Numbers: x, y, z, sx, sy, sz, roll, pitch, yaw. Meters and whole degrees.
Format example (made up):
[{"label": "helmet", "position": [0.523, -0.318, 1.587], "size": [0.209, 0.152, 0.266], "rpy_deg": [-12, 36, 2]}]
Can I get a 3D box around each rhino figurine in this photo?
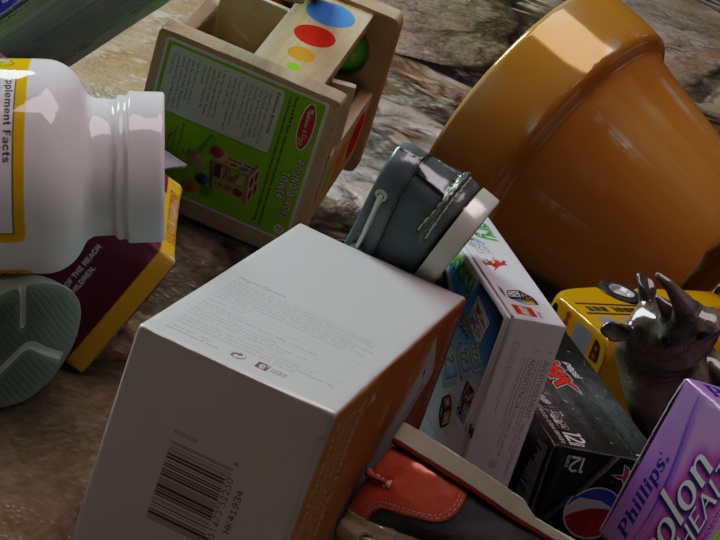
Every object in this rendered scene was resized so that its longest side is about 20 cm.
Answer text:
[{"label": "rhino figurine", "position": [0.177, 0.068, 1.207], "size": [0.087, 0.200, 0.060], "rpy_deg": [24, 62, 35]}]

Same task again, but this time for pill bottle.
[{"label": "pill bottle", "position": [-0.194, -0.050, 1.069], "size": [0.199, 0.105, 0.104], "rpy_deg": [1, 22, -5]}]

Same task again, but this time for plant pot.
[{"label": "plant pot", "position": [0.170, -0.057, 1.514], "size": [0.183, 0.200, 0.200], "rpy_deg": [43, 26, 15]}]

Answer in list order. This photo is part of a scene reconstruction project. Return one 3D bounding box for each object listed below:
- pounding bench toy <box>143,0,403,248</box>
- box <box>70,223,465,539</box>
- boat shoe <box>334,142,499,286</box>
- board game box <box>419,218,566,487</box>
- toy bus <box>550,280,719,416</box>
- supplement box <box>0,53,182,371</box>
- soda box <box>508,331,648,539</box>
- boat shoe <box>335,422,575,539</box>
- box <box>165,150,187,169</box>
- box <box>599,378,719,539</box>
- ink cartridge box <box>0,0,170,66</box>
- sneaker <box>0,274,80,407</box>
[{"label": "pounding bench toy", "position": [-0.050, -0.144, 1.442], "size": [0.124, 0.200, 0.156], "rpy_deg": [23, 35, 7]}, {"label": "box", "position": [-0.039, 0.072, 1.045], "size": [0.097, 0.125, 0.200], "rpy_deg": [24, 21, 12]}, {"label": "boat shoe", "position": [0.000, 0.000, 1.175], "size": [0.062, 0.200, 0.073], "rpy_deg": [41, 50, -2]}, {"label": "board game box", "position": [0.047, 0.040, 1.203], "size": [0.035, 0.127, 0.200], "rpy_deg": [11, 21, -19]}, {"label": "toy bus", "position": [0.195, 0.053, 1.396], "size": [0.200, 0.065, 0.078], "rpy_deg": [3, 26, -38]}, {"label": "supplement box", "position": [-0.198, -0.053, 1.183], "size": [0.200, 0.086, 0.110], "rpy_deg": [37, 17, -17]}, {"label": "soda box", "position": [0.095, 0.080, 1.234], "size": [0.071, 0.063, 0.200], "rpy_deg": [12, 21, -21]}, {"label": "boat shoe", "position": [0.083, 0.149, 1.036], "size": [0.200, 0.063, 0.071], "rpy_deg": [35, -7, -11]}, {"label": "box", "position": [-0.218, -0.064, 1.349], "size": [0.122, 0.048, 0.200], "rpy_deg": [33, 25, 34]}, {"label": "box", "position": [0.252, 0.156, 1.091], "size": [0.176, 0.097, 0.200], "rpy_deg": [16, 17, -38]}, {"label": "ink cartridge box", "position": [-0.218, -0.156, 1.408], "size": [0.041, 0.199, 0.200], "rpy_deg": [63, 28, 3]}, {"label": "sneaker", "position": [-0.219, 0.027, 1.079], "size": [0.080, 0.071, 0.200], "rpy_deg": [29, 22, 33]}]
